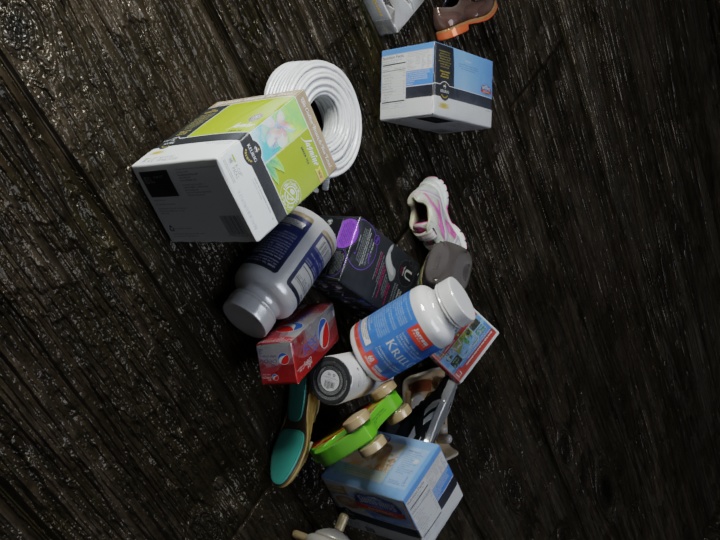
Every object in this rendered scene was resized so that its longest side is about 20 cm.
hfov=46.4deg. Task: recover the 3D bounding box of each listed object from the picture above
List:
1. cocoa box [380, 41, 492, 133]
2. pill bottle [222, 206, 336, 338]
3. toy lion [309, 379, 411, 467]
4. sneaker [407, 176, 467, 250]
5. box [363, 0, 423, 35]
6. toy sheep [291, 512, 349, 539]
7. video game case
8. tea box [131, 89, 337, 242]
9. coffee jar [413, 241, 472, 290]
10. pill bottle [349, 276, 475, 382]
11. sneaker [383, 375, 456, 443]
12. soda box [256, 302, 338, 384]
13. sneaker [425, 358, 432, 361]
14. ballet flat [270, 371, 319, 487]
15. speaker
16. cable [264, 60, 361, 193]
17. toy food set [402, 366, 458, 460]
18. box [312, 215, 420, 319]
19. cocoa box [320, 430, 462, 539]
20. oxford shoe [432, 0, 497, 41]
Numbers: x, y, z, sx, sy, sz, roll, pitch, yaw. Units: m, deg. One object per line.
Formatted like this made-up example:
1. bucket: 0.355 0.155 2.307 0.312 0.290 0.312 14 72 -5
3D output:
1. cocoa box: 0.147 -0.345 1.601 0.198 0.132 0.134 0 92 -49
2. pill bottle: -0.130 0.004 1.329 0.201 0.110 0.112 -56 130 -30
3. toy lion: -0.018 0.273 1.412 0.069 0.191 0.200 55 26 1
4. sneaker: 0.142 -0.078 1.664 0.088 0.081 0.203 -26 96 -39
5. box: 0.066 -0.565 1.570 0.201 0.048 0.159 -55 129 -31
6. toy sheep: -0.069 0.505 1.414 0.138 0.136 0.203 40 63 -42
7. video game case: 0.160 0.104 1.643 0.200 0.017 0.143 43 62 2
8. tea box: -0.177 -0.148 1.198 0.197 0.198 0.135 -47 125 -35
9. coffee jar: 0.140 0.034 1.537 0.201 0.084 0.106 110 -2 -61
10. pill bottle: 0.089 0.095 1.413 0.112 0.199 0.113 46 23 -27
11. sneaker: 0.105 0.275 1.616 0.202 0.110 0.073 -63 161 -24
12. soda box: -0.098 0.115 1.356 0.200 0.062 0.071 -41 125 -66
13. sneaker: 0.147 0.090 1.689 0.098 0.070 0.204 1 84 -37
14. ballet flat: -0.099 0.266 1.415 0.063 0.068 0.204 26 73 -51
15. speaker: -0.009 0.181 1.463 0.199 0.080 0.083 0 92 -66
16. cable: -0.079 -0.250 1.405 0.199 0.068 0.203 28 71 -46
17. toy food set: 0.153 0.296 1.713 0.142 0.060 0.204 -10 99 -49
18. box: 0.000 0.000 1.483 0.199 0.105 0.124 36 67 -45
19. cocoa box: 0.055 0.384 1.499 0.134 0.198 0.133 -47 125 -35
20. oxford shoe: 0.219 -0.541 1.735 0.200 0.070 0.073 -39 116 -40
